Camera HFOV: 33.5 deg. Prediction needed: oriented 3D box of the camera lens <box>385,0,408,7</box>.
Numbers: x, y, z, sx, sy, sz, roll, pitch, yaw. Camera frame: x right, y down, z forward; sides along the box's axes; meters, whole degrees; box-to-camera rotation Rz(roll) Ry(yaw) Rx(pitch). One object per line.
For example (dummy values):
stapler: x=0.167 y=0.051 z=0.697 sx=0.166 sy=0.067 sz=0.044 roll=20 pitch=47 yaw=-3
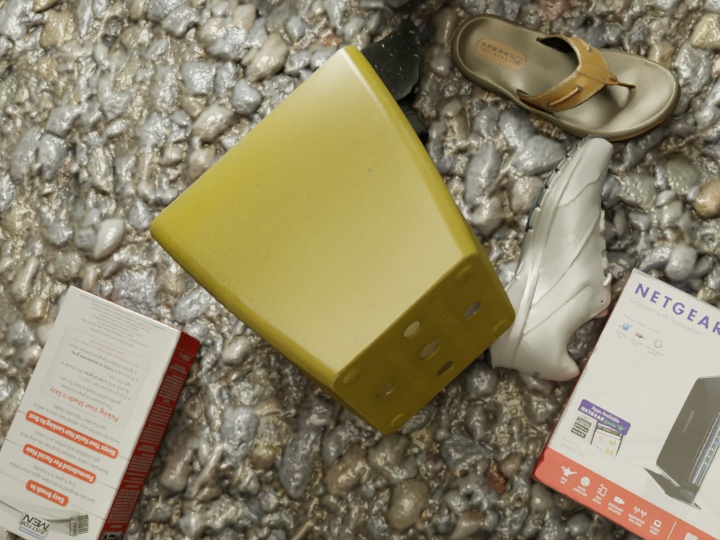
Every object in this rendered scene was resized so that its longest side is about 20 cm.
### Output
camera lens: x=0.065 y=-0.338 z=0.986 sx=0.199 sy=0.160 sz=0.161 roll=-38 pitch=74 yaw=1

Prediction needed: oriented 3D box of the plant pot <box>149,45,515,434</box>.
plant pot: x=0.000 y=0.000 z=0.887 sx=0.199 sy=0.200 sz=0.177 roll=-41 pitch=59 yaw=0

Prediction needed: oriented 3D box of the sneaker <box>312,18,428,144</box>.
sneaker: x=-0.021 y=-0.124 z=1.013 sx=0.198 sy=0.060 sz=0.105 roll=-28 pitch=76 yaw=-2

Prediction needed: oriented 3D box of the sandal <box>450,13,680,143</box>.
sandal: x=0.164 y=-0.164 z=0.986 sx=0.197 sy=0.054 sz=0.081 roll=24 pitch=83 yaw=15

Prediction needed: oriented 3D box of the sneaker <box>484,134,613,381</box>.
sneaker: x=0.165 y=-0.007 z=0.951 sx=0.086 sy=0.074 sz=0.203 roll=20 pitch=91 yaw=9

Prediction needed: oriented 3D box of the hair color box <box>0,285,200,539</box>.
hair color box: x=-0.224 y=0.129 z=0.994 sx=0.109 sy=0.064 sz=0.203 roll=20 pitch=81 yaw=13

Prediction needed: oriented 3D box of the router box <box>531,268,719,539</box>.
router box: x=0.256 y=0.125 z=0.910 sx=0.198 sy=0.049 sz=0.182 roll=26 pitch=84 yaw=15
